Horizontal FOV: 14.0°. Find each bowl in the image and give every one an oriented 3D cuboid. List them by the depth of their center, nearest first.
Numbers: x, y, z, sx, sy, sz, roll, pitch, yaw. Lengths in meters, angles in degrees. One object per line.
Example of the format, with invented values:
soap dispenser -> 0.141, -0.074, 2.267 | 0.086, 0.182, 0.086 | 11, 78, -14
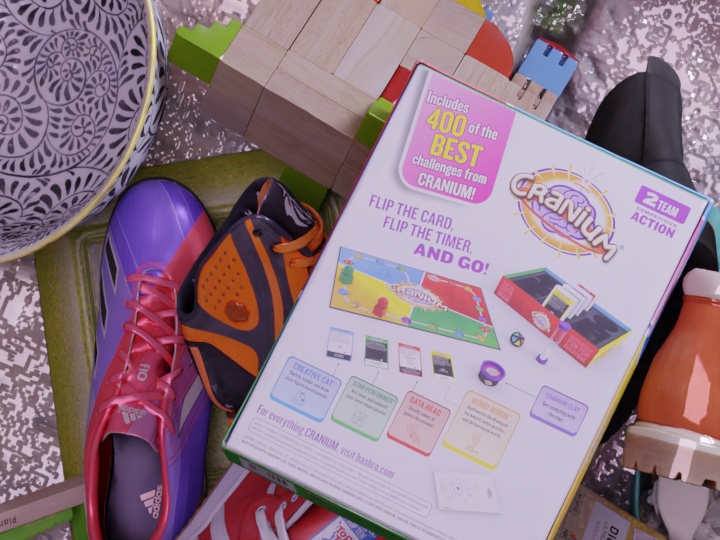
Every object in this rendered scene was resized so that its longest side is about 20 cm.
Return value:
bowl -> -0.168, -0.096, 1.476 | 0.200, 0.094, 0.202 | -3, 82, 26

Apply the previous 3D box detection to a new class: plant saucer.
plant saucer -> -0.067, 0.039, 1.492 | 0.199, 0.048, 0.201 | -9, 87, 7

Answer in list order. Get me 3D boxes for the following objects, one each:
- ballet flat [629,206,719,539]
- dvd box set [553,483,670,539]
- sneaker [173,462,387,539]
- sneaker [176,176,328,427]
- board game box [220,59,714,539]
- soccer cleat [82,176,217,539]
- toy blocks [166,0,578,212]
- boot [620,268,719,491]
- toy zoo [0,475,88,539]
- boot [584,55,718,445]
ballet flat -> 0.169, 0.063, 1.449 | 0.067, 0.070, 0.201 | 3, 88, 4
dvd box set -> 0.142, 0.193, 1.368 | 0.200, 0.147, 0.029 | 32, 134, -7
sneaker -> -0.044, 0.151, 1.370 | 0.071, 0.112, 0.200 | 43, 64, -25
sneaker -> 0.000, 0.000, 1.383 | 0.199, 0.078, 0.112 | -24, 106, 15
board game box -> 0.049, 0.027, 1.323 | 0.153, 0.040, 0.201 | 26, 80, 7
soccer cleat -> -0.103, 0.053, 1.434 | 0.068, 0.073, 0.201 | 3, 88, 9
toy blocks -> 0.021, -0.101, 1.451 | 0.199, 0.100, 0.137 | 30, 59, 2
boot -> 0.203, 0.056, 1.384 | 0.075, 0.200, 0.108 | 9, 86, 38
toy zoo -> -0.168, 0.216, 1.453 | 0.020, 0.131, 0.201 | 2, 106, 49
boot -> 0.110, 0.002, 1.465 | 0.077, 0.139, 0.200 | 27, 129, -23
